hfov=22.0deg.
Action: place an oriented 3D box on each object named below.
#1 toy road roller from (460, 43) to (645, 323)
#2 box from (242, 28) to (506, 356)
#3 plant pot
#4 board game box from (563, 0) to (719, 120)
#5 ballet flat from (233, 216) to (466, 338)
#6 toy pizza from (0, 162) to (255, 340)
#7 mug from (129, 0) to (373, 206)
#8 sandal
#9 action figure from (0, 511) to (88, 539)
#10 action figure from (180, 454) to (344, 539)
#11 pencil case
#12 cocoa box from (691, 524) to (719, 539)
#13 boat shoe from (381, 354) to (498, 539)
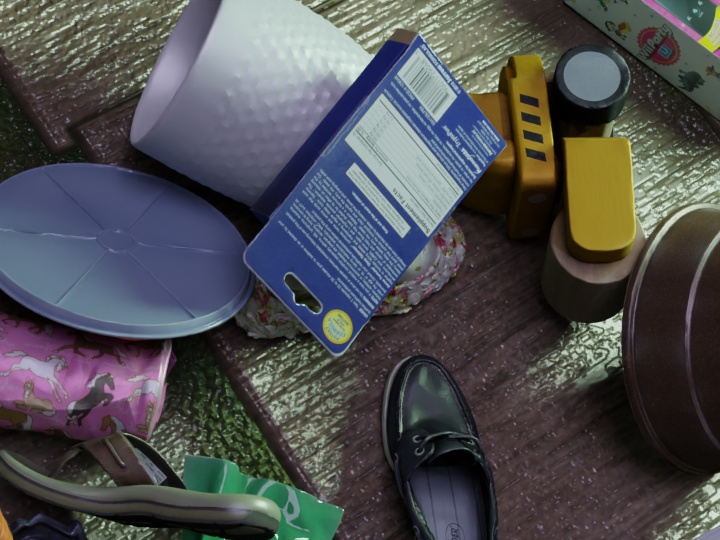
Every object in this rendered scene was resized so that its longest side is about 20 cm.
[{"bbox_3d":[0.129,-0.065,1.391,0.145,0.123,0.201,-3,66,-1],"label":"toy road roller"},{"bbox_3d":[0.005,-0.053,1.283,0.200,0.032,0.121,-52,126,-13],"label":"box"},{"bbox_3d":[0.320,0.051,1.301,0.200,0.198,0.202,-1,91,-44],"label":"plant pot"},{"bbox_3d":[0.291,-0.225,1.538,0.200,0.064,0.148,36,62,3],"label":"board game box"},{"bbox_3d":[0.000,0.000,1.351,0.199,0.064,0.076,-22,76,-24],"label":"ballet flat"},{"bbox_3d":[-0.172,-0.009,1.286,0.199,0.032,0.201,12,33,-8],"label":"toy pizza"},{"bbox_3d":[-0.055,-0.131,1.359,0.175,0.148,0.201,28,34,-18],"label":"mug"},{"bbox_3d":[-0.142,0.136,1.209,0.200,0.080,0.058,6,78,18],"label":"sandal"},{"bbox_3d":[-0.251,0.219,1.127,0.200,0.194,0.105,-43,42,-9],"label":"action figure"},{"bbox_3d":[-0.087,0.233,1.225,0.117,0.055,0.201,19,59,-10],"label":"action figure"},{"bbox_3d":[-0.225,0.065,1.246,0.199,0.083,0.087,14,78,-10],"label":"pencil case"},{"bbox_3d":[0.245,0.289,1.253,0.133,0.131,0.201,-24,75,-25],"label":"cocoa box"},{"bbox_3d":[0.060,0.146,1.300,0.074,0.066,0.201,3,66,-14],"label":"boat shoe"}]
